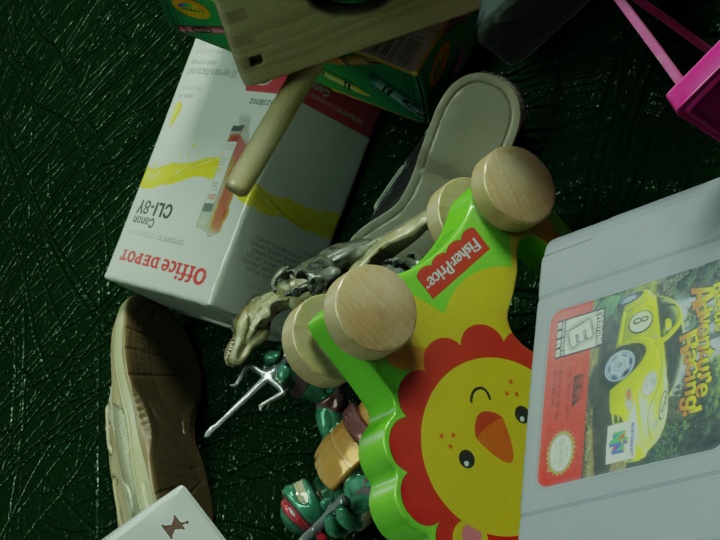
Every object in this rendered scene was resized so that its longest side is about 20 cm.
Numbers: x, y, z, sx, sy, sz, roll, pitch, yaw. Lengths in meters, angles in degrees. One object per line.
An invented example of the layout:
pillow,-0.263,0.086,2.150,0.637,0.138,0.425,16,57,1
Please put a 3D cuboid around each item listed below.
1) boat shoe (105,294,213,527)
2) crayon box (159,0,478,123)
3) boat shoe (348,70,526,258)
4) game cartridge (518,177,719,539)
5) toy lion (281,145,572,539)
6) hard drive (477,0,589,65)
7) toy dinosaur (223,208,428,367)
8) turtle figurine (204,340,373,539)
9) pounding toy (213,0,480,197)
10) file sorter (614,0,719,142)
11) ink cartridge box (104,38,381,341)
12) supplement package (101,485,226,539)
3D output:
boat shoe,-0.154,0.111,1.120,0.065,0.072,0.200,-36,53,33
crayon box,-0.019,-0.187,1.027,0.200,0.058,0.119,23,67,20
boat shoe,0.044,-0.032,0.991,0.200,0.073,0.063,-62,-5,13
game cartridge,0.138,0.054,0.738,0.133,0.041,0.200,-19,51,39
toy lion,0.068,0.060,0.824,0.200,0.192,0.069,-41,4,-36
hard drive,0.120,-0.215,0.838,0.140,0.033,0.200,-41,26,37
toy dinosaur,0.000,0.000,0.915,0.200,0.047,0.088,-25,8,5
turtle figurine,-0.001,0.093,0.928,0.200,0.101,0.150,-46,47,4
pounding toy,-0.026,-0.181,0.927,0.184,0.142,0.200,-19,46,-2
file sorter,0.236,-0.154,0.749,0.200,0.139,0.125,-47,40,22
ink cartridge box,-0.081,-0.063,1.114,0.145,0.083,0.200,12,80,51
supplement package,-0.093,0.225,0.783,0.147,0.191,0.200,-36,-3,-11
